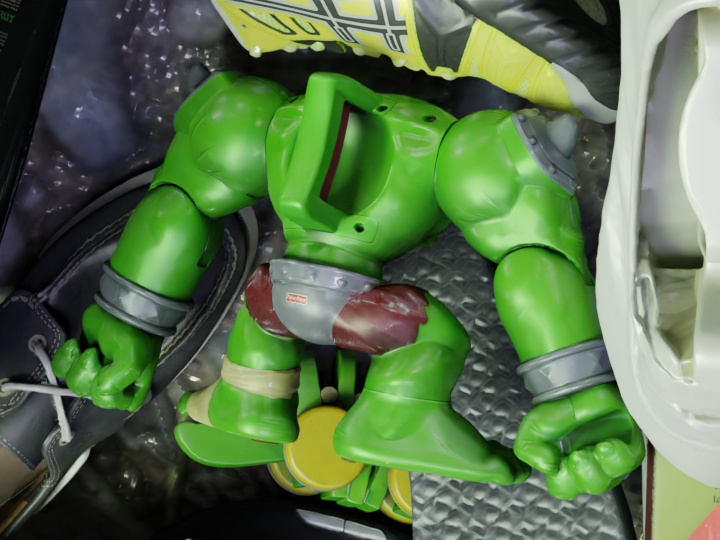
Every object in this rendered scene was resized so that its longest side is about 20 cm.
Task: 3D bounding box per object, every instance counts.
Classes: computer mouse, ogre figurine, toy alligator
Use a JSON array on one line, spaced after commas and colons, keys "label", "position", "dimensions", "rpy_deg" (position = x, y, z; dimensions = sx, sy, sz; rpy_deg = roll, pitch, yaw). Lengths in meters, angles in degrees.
[{"label": "computer mouse", "position": [0.010, 0.139, 0.963], "dimensions": [0.199, 0.046, 0.141], "rpy_deg": [7, 142, 5]}, {"label": "ogre figurine", "position": [0.000, 0.000, 0.798], "dimensions": [0.098, 0.199, 0.121], "rpy_deg": [7, 93, -45]}, {"label": "toy alligator", "position": [0.032, 0.068, 0.909], "dimensions": [0.199, 0.059, 0.055], "rpy_deg": [16, 81, -6]}]

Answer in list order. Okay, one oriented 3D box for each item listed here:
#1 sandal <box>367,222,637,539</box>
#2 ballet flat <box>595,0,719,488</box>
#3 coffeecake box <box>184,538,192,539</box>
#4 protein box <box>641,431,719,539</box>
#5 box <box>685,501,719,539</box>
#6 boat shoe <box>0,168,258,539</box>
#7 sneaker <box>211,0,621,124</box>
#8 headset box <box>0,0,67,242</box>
[{"label": "sandal", "position": [0.046, 0.055, 0.855], "dimensions": [0.076, 0.043, 0.201], "rpy_deg": [-21, 79, 16]}, {"label": "ballet flat", "position": [0.098, -0.007, 0.690], "dimensions": [0.069, 0.070, 0.201], "rpy_deg": [-3, 122, 6]}, {"label": "coffeecake box", "position": [-0.127, 0.167, 0.915], "dimensions": [0.199, 0.073, 0.154], "rpy_deg": [-6, 149, 19]}, {"label": "protein box", "position": [0.191, 0.002, 0.806], "dimensions": [0.197, 0.135, 0.201], "rpy_deg": [0, 122, 5]}, {"label": "box", "position": [0.144, 0.124, 0.733], "dimensions": [0.094, 0.103, 0.200], "rpy_deg": [14, 128, -33]}, {"label": "boat shoe", "position": [-0.109, 0.042, 0.894], "dimensions": [0.072, 0.068, 0.200], "rpy_deg": [40, 115, -17]}, {"label": "sneaker", "position": [0.000, -0.100, 0.797], "dimensions": [0.199, 0.075, 0.077], "rpy_deg": [30, 121, -2]}, {"label": "headset box", "position": [-0.162, -0.019, 0.780], "dimensions": [0.092, 0.200, 0.175], "rpy_deg": [17, 121, -6]}]
